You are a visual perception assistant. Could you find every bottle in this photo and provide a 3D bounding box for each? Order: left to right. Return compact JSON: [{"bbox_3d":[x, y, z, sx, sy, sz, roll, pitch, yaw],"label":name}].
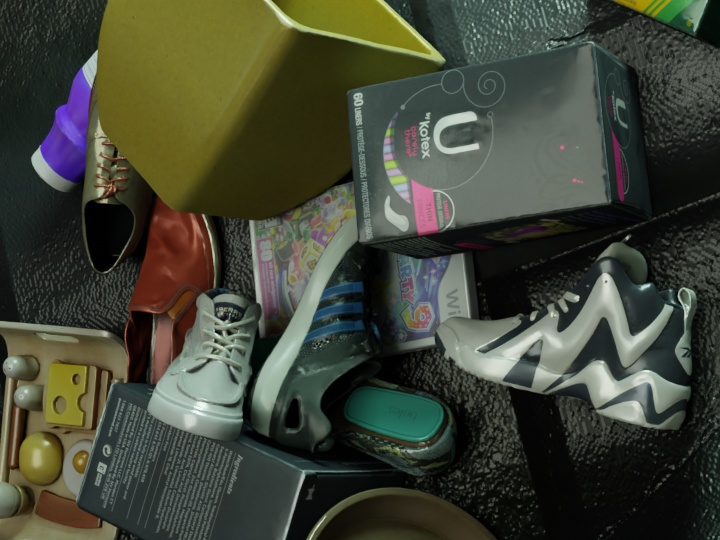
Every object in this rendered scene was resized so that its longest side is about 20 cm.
[{"bbox_3d":[-0.206,-0.152,1.715,0.200,0.065,0.084,-46,59,20],"label":"bottle"}]

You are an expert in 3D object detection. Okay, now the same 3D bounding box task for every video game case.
[{"bbox_3d":[0.000,0.000,1.596,0.199,0.018,0.144,-12,78,31],"label":"video game case"}]

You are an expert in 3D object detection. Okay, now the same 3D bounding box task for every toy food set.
[{"bbox_3d":[-0.277,0.148,1.732,0.143,0.060,0.201,2,87,33],"label":"toy food set"}]

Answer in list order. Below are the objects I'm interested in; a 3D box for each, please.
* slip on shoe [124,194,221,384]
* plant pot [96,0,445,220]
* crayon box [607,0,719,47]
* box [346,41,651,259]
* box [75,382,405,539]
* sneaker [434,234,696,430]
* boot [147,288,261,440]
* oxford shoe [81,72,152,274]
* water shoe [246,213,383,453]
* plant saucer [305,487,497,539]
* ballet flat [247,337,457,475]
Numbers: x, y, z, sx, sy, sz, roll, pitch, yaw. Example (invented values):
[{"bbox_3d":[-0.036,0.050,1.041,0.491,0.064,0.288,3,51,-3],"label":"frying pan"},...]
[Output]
[{"bbox_3d":[-0.163,0.025,1.673,0.074,0.061,0.201,3,85,34],"label":"slip on shoe"},{"bbox_3d":[-0.095,-0.153,1.575,0.194,0.195,0.200,47,115,30],"label":"plant pot"},{"bbox_3d":[0.242,-0.281,1.453,0.125,0.051,0.201,28,100,31],"label":"crayon box"},{"bbox_3d":[0.102,-0.085,1.476,0.199,0.106,0.123,-10,80,24],"label":"box"},{"bbox_3d":[-0.094,0.171,1.561,0.199,0.148,0.108,20,96,33],"label":"box"},{"bbox_3d":[0.157,0.030,1.458,0.198,0.079,0.130,16,92,32],"label":"sneaker"},{"bbox_3d":[-0.114,0.063,1.505,0.073,0.200,0.096,16,96,-9],"label":"boot"},{"bbox_3d":[-0.198,-0.090,1.659,0.070,0.075,0.201,5,119,0],"label":"oxford shoe"},{"bbox_3d":[-0.013,0.050,1.532,0.079,0.072,0.201,24,72,12],"label":"water shoe"},{"bbox_3d":[0.039,0.255,1.453,0.029,0.199,0.201,-50,59,49],"label":"plant saucer"},{"bbox_3d":[-0.010,0.112,1.562,0.199,0.074,0.075,23,97,33],"label":"ballet flat"}]
